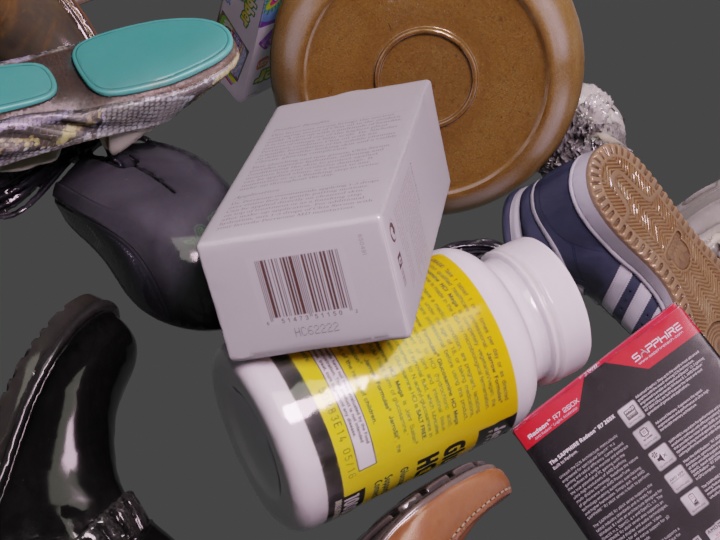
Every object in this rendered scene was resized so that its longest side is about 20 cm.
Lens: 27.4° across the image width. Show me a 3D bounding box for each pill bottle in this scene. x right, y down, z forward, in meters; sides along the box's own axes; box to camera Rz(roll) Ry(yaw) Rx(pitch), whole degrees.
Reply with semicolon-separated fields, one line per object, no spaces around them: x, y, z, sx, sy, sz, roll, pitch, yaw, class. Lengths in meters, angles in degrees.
0.026;0.056;0.833;0.199;0.113;0.113;-23;66;-19;pill bottle

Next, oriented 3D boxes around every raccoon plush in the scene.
0.085;-0.092;0.980;0.198;0.097;0.135;-18;72;-12;raccoon plush

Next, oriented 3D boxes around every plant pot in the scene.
0.041;-0.122;0.917;0.198;0.202;0.028;16;25;-4;plant pot

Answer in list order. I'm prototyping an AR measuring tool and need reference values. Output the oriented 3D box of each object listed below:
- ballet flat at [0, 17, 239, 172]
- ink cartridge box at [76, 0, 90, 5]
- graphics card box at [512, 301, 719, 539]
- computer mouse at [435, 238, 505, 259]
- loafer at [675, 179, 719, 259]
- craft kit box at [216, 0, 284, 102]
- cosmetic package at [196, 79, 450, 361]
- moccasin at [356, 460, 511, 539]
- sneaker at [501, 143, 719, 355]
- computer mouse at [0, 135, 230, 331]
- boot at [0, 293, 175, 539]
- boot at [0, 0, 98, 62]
-0.167;-0.096;0.859;0.198;0.072;0.073;-15;63;-17;ballet flat
-0.217;-0.264;1.009;0.199;0.075;0.165;-26;67;-29;ink cartridge box
0.193;0.136;0.839;0.125;0.051;0.201;-38;68;6;graphics card box
0.000;0.000;0.915;0.198;0.034;0.059;3;42;-7;computer mouse
0.292;-0.061;0.973;0.199;0.070;0.070;-27;42;8;loafer
0.000;-0.222;0.965;0.199;0.198;0.049;-31;72;-29;craft kit box
-0.013;-0.033;0.821;0.100;0.072;0.200;-8;25;15;cosmetic package
0.018;0.181;0.787;0.078;0.074;0.201;44;55;4;moccasin
0.169;0.015;0.944;0.201;0.108;0.070;53;52;-16;sneaker
-0.131;-0.040;0.872;0.138;0.053;0.199;-32;56;-33;computer mouse
-0.121;0.128;0.776;0.156;0.080;0.213;18;66;6;boot
-0.235;-0.152;0.869;0.200;0.075;0.097;43;28;-10;boot
